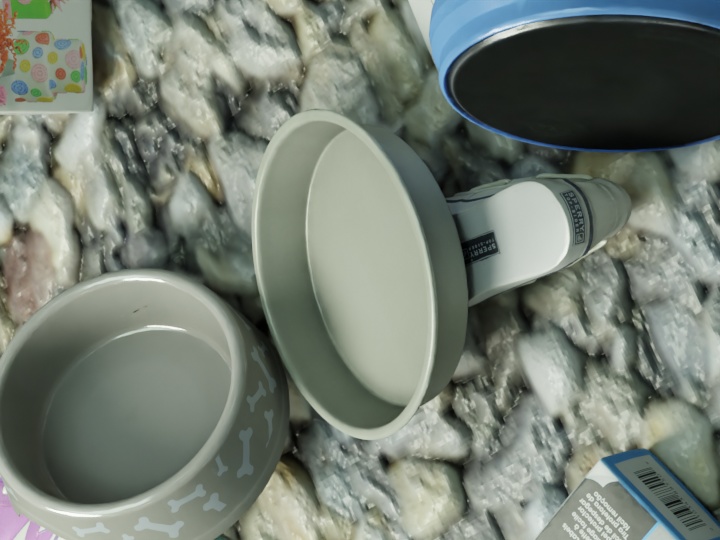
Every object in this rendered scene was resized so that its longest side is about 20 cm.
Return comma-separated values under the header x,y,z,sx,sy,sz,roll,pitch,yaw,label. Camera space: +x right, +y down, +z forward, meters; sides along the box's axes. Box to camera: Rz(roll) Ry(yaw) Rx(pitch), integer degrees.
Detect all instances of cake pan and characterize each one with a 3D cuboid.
x,y,z,sx,sy,sz,roll,pitch,yaw,label
0.000,0.000,1.285,0.200,0.037,0.201,27,124,51,cake pan

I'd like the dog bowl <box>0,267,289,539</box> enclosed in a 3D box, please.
x,y,z,sx,sy,sz,roll,pitch,yaw,label
-0.147,0.087,1.359,0.199,0.059,0.201,-8,58,14,dog bowl

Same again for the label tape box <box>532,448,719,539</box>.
x,y,z,sx,sy,sz,roll,pitch,yaw,label
0.142,0.224,1.233,0.143,0.066,0.200,46,113,22,label tape box

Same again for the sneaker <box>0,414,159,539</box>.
x,y,z,sx,sy,sz,roll,pitch,yaw,label
-0.202,0.145,1.447,0.201,0.073,0.114,-51,59,19,sneaker

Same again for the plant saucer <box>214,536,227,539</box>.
x,y,z,sx,sy,sz,roll,pitch,yaw,label
-0.037,0.238,1.375,0.199,0.019,0.070,22,104,29,plant saucer

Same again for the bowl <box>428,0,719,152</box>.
x,y,z,sx,sy,sz,roll,pitch,yaw,label
0.135,-0.113,1.140,0.200,0.200,0.040,-9,68,32,bowl

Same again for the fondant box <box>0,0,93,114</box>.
x,y,z,sx,sy,sz,roll,pitch,yaw,label
-0.276,-0.174,1.398,0.058,0.199,0.145,1,93,57,fondant box

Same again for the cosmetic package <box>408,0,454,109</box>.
x,y,z,sx,sy,sz,roll,pitch,yaw,label
0.073,-0.198,1.201,0.151,0.051,0.200,66,160,11,cosmetic package

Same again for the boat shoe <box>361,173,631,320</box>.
x,y,z,sx,sy,sz,roll,pitch,yaw,label
0.078,-0.020,1.262,0.200,0.065,0.072,-23,83,53,boat shoe
